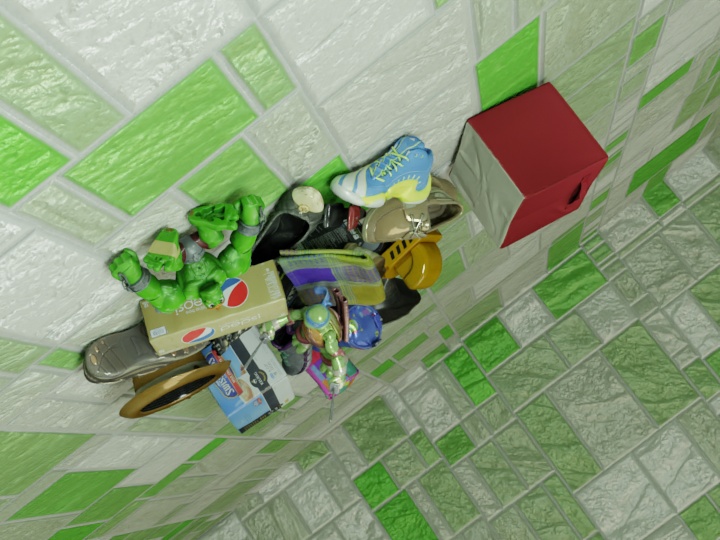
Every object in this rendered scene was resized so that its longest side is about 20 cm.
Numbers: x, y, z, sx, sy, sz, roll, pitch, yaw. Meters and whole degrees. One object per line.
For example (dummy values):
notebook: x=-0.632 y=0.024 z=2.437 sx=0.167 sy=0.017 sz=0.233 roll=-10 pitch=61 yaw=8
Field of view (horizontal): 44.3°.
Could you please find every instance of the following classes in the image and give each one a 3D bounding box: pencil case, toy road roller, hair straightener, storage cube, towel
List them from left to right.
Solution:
pencil case: x=-0.092 y=0.145 z=1.650 sx=0.088 sy=0.200 sz=0.088 roll=-42 pitch=170 yaw=-9
towel: x=-0.039 y=0.014 z=1.330 sx=0.141 sy=0.023 sz=0.200 roll=0 pitch=159 yaw=7
hair straightener: x=-0.035 y=-0.091 z=1.330 sx=0.200 sy=0.076 sz=0.042 roll=-58 pitch=153 yaw=-76
pencil case: x=-0.030 y=0.100 z=1.532 sx=0.086 sy=0.079 sz=0.199 roll=-11 pitch=179 yaw=-25
toy road roller: x=0.105 y=-0.057 z=1.572 sx=0.200 sy=0.147 sz=0.123 roll=-43 pitch=164 yaw=21
storage cube: x=0.280 y=-0.179 z=1.520 sx=0.178 sy=0.201 sz=0.172 roll=-26 pitch=159 yaw=-19

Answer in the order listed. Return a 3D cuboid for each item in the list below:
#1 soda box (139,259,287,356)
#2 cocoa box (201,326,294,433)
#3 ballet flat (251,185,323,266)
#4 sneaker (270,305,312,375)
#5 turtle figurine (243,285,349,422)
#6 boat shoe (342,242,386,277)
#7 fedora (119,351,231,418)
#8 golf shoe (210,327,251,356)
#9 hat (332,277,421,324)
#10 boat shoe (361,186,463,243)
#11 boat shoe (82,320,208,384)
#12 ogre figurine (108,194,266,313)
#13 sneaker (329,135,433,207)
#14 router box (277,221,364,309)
soda box: x=-0.206 y=0.054 z=1.261 sx=0.197 sy=0.065 sz=0.068 roll=-17 pitch=158 yaw=-8
cocoa box: x=-0.214 y=0.201 z=1.642 sx=0.130 sy=0.134 sz=0.200 roll=-33 pitch=164 yaw=-11
ballet flat: x=-0.109 y=-0.049 z=1.264 sx=0.200 sy=0.066 sz=0.057 roll=-48 pitch=-163 yaw=42
sneaker: x=-0.127 y=0.123 z=1.534 sx=0.087 sy=0.075 sz=0.201 roll=-16 pitch=149 yaw=-30
turtle figurine: x=-0.088 y=0.129 z=1.348 sx=0.142 sy=0.203 sz=0.194 roll=6 pitch=166 yaw=6
boat shoe: x=0.000 y=0.000 z=1.459 sx=0.073 sy=0.062 sz=0.200 roll=-50 pitch=172 yaw=-16
fedora: x=-0.304 y=0.163 z=1.410 sx=0.199 sy=0.083 sz=0.201 roll=-28 pitch=169 yaw=-6
golf shoe: x=-0.204 y=0.067 z=1.401 sx=0.094 sy=0.078 sz=0.200 roll=-41 pitch=180 yaw=-23
hat: x=0.017 y=0.023 z=1.670 sx=0.199 sy=0.199 sz=0.082 roll=-25 pitch=121 yaw=-37
boat shoe: x=0.085 y=-0.085 z=1.418 sx=0.199 sy=0.065 sz=0.073 roll=-20 pitch=126 yaw=-41
boat shoe: x=-0.320 y=0.116 z=1.306 sx=0.198 sy=0.075 sz=0.073 roll=-12 pitch=162 yaw=-40
ogre figurine: x=-0.207 y=-0.014 z=1.124 sx=0.200 sy=0.097 sz=0.121 roll=-46 pitch=152 yaw=-26
sneaker: x=0.038 y=-0.155 z=1.324 sx=0.199 sy=0.075 sz=0.106 roll=-8 pitch=123 yaw=-49
router box: x=-0.089 y=0.000 z=1.468 sx=0.149 sy=0.062 sz=0.201 roll=-27 pitch=162 yaw=-36
